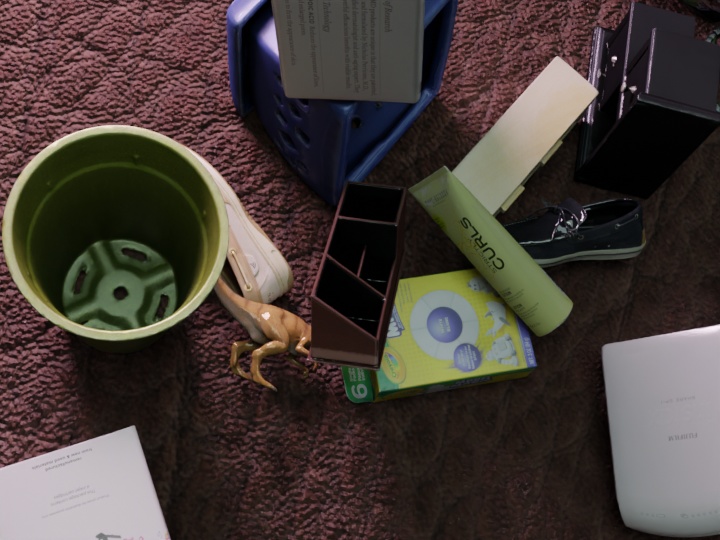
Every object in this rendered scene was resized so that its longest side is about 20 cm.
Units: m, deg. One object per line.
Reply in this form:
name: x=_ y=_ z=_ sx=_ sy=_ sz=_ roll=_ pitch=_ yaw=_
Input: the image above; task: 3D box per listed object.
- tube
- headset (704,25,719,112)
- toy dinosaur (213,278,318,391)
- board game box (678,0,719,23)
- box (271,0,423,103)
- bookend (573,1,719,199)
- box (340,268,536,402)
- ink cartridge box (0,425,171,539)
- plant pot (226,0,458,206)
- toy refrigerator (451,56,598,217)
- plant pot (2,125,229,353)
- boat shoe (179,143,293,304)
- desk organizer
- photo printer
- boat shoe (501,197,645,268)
tube: x=0.131 y=-0.020 z=1.290 sx=0.058 sy=0.052 sz=0.200 roll=-39 pitch=100 yaw=19
headset: x=0.478 y=-0.247 z=1.500 sx=0.199 sy=0.094 sz=0.124 roll=-33 pitch=83 yaw=-3
toy dinosaur: x=-0.096 y=0.056 z=1.270 sx=0.198 sy=0.060 sz=0.107 roll=28 pitch=81 yaw=-15
board game box: x=0.355 y=-0.348 z=1.458 sx=0.198 sy=0.105 sz=0.024 roll=28 pitch=85 yaw=-15
box: x=-0.005 y=-0.287 z=1.140 sx=0.128 sy=0.201 sz=0.202 roll=2 pitch=63 yaw=2
bookend: x=0.314 y=-0.213 z=1.377 sx=0.091 sy=0.200 sz=0.202 roll=13 pitch=70 yaw=-6
box: x=0.073 y=0.064 z=1.320 sx=0.197 sy=0.048 sz=0.119 roll=-9 pitch=73 yaw=-11
ink cartridge box: x=-0.238 y=0.268 z=1.140 sx=0.143 sy=0.147 sz=0.202 roll=-16 pitch=75 yaw=-15
plant pot: x=-0.029 y=-0.224 z=1.326 sx=0.179 sy=0.201 sz=0.200 roll=36 pitch=69 yaw=11
toy refrigerator: x=0.171 y=-0.131 z=1.389 sx=0.070 sy=0.076 sz=0.200 roll=41 pitch=69 yaw=5
plant pot: x=-0.230 y=-0.004 z=1.212 sx=0.197 sy=0.190 sz=0.203 roll=3 pitch=70 yaw=-9
boat shoe: x=-0.153 y=-0.043 z=1.301 sx=0.069 sy=0.074 sz=0.200 roll=-38 pitch=82 yaw=-26
desk organizer: x=0.000 y=0.000 z=1.256 sx=0.071 sy=0.078 sz=0.201 roll=7 pitch=38 yaw=6
photo printer: x=0.330 y=0.163 z=1.284 sx=0.164 sy=0.069 sz=0.203 roll=-11 pitch=70 yaw=27
boat shoe: x=0.215 y=-0.045 z=1.361 sx=0.197 sy=0.063 sz=0.075 roll=-5 pitch=29 yaw=-16
